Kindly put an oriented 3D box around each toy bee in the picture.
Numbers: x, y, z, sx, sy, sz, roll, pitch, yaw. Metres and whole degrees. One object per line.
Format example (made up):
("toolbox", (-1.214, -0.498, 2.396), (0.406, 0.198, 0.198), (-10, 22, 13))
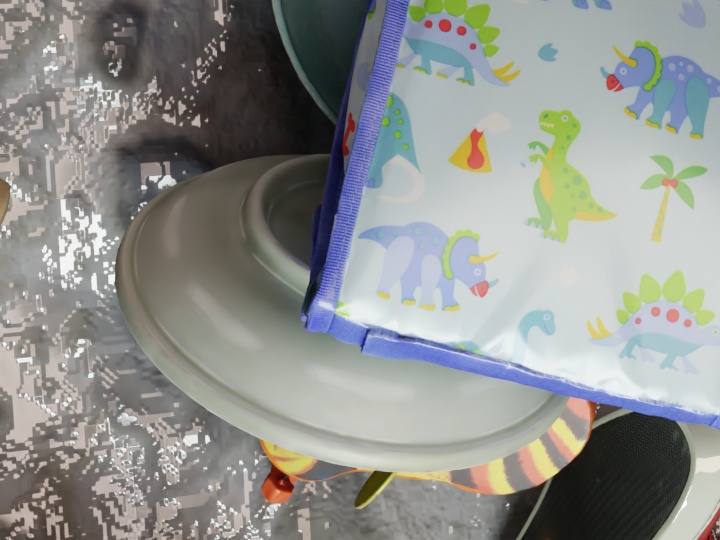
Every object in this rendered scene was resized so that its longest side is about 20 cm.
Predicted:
("toy bee", (0.001, 0.060, 0.875), (0.131, 0.200, 0.109), (-25, 138, -54))

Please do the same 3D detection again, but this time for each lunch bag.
("lunch bag", (0.076, -0.046, 0.759), (0.170, 0.127, 0.200), (13, 62, -6))

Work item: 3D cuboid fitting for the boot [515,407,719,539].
("boot", (0.156, 0.123, 0.905), (0.144, 0.200, 0.072), (1, 53, -24))

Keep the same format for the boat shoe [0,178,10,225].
("boat shoe", (-0.216, 0.037, 0.791), (0.065, 0.072, 0.200), (32, 84, -9))

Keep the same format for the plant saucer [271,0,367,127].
("plant saucer", (0.057, -0.125, 0.859), (0.200, 0.036, 0.200), (2, 79, -8))

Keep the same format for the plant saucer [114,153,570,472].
("plant saucer", (0.000, 0.000, 0.812), (0.200, 0.200, 0.050), (1, 126, -23))
